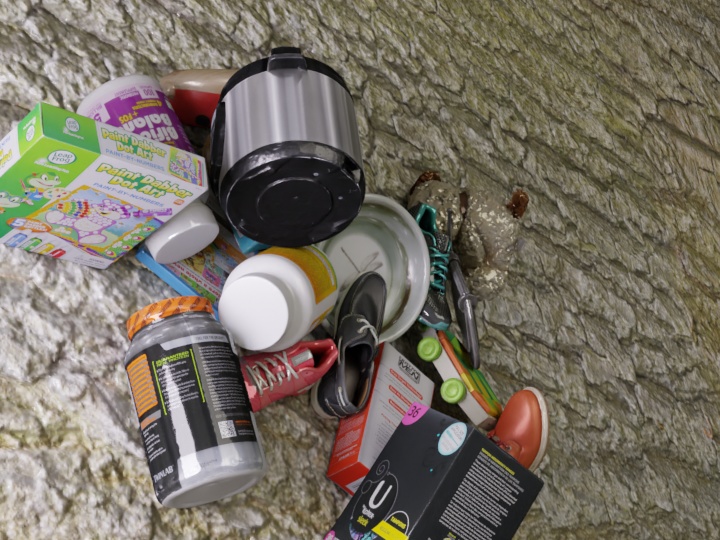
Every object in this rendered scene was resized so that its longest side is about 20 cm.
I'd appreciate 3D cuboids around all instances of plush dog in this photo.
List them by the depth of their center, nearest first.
[{"bbox_3d":[0.151,-0.075,1.848,0.169,0.161,0.202,11,49,-13],"label":"plush dog"}]

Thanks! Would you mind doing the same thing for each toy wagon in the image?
[{"bbox_3d":[0.129,0.132,1.689,0.201,0.039,0.155,61,13,27],"label":"toy wagon"}]

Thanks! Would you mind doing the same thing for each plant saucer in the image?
[{"bbox_3d":[0.000,0.000,1.612,0.198,0.050,0.204,0,90,-33],"label":"plant saucer"}]

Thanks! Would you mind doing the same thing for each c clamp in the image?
[{"bbox_3d":[0.140,0.036,1.710,0.201,0.027,0.173,-103,-175,-58],"label":"c clamp"}]

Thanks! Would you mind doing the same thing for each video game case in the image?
[{"bbox_3d":[-0.190,-0.043,1.501,0.143,0.018,0.201,42,38,-23],"label":"video game case"}]

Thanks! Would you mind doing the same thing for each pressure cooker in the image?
[{"bbox_3d":[-0.085,-0.150,1.430,0.178,0.175,0.202,29,41,-39],"label":"pressure cooker"}]

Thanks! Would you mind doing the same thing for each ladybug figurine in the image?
[{"bbox_3d":[-0.173,-0.222,1.575,0.198,0.135,0.073,-6,99,-42],"label":"ladybug figurine"}]

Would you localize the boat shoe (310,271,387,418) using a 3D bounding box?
[{"bbox_3d":[0.001,0.091,1.537,0.071,0.067,0.202,32,62,-26],"label":"boat shoe"}]

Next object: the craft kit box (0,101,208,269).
[{"bbox_3d":[-0.292,-0.080,1.251,0.198,0.197,0.049,16,51,-42],"label":"craft kit box"}]

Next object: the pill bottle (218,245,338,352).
[{"bbox_3d":[-0.098,0.032,1.422,0.112,0.110,0.200,57,14,-1],"label":"pill bottle"}]

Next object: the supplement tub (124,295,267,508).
[{"bbox_3d":[-0.179,0.137,1.288,0.122,0.122,0.203,5,61,-48],"label":"supplement tub"}]

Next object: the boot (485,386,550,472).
[{"bbox_3d":[0.181,0.244,1.609,0.106,0.075,0.203,23,86,-38],"label":"boot"}]

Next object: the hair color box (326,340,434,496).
[{"bbox_3d":[0.029,0.200,1.544,0.101,0.061,0.201,42,39,-23],"label":"hair color box"}]

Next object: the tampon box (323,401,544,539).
[{"bbox_3d":[0.083,0.278,1.400,0.126,0.149,0.201,38,78,-25],"label":"tampon box"}]

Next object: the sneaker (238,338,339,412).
[{"bbox_3d":[-0.100,0.115,1.430,0.199,0.086,0.074,-19,77,-54],"label":"sneaker"}]

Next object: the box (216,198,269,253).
[{"bbox_3d":[-0.092,-0.084,1.588,0.199,0.049,0.083,-18,78,-53],"label":"box"}]

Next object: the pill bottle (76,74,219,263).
[{"bbox_3d":[-0.240,-0.114,1.398,0.112,0.112,0.202,-8,64,-52],"label":"pill bottle"}]

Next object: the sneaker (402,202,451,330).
[{"bbox_3d":[0.091,-0.012,1.693,0.077,0.091,0.202,15,44,-42],"label":"sneaker"}]

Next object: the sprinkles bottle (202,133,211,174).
[{"bbox_3d":[-0.123,-0.154,1.604,0.199,0.068,0.069,-12,73,-59],"label":"sprinkles bottle"}]
